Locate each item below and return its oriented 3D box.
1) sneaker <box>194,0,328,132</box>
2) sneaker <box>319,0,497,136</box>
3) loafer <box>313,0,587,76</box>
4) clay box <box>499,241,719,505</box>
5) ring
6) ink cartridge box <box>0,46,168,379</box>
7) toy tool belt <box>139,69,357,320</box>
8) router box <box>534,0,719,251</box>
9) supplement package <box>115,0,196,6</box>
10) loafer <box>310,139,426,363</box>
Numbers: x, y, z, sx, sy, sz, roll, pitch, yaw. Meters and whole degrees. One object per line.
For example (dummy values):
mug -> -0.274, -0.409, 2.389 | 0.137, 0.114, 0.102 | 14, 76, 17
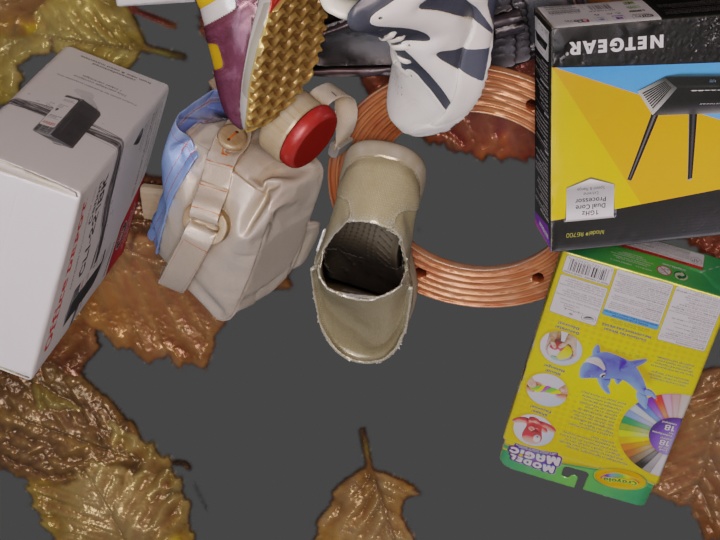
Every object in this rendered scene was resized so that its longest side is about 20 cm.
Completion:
sneaker -> -0.073, -0.179, 1.073 | 0.090, 0.075, 0.200 | 26, 129, 25
sneaker -> 0.016, -0.154, 1.072 | 0.129, 0.080, 0.199 | -2, 150, -23
loafer -> 0.046, -0.151, 1.186 | 0.200, 0.063, 0.072 | -5, 113, 14
clay box -> 0.172, 0.067, 1.259 | 0.115, 0.048, 0.200 | 17, 129, 4
ring -> 0.077, -0.056, 1.230 | 0.200, 0.019, 0.201 | 7, 130, 8
ink cartridge box -> -0.208, -0.042, 1.215 | 0.084, 0.200, 0.144 | 21, 118, 2
toy tool belt -> -0.092, -0.069, 1.218 | 0.123, 0.125, 0.200 | 40, 141, 16
router box -> 0.210, -0.097, 1.151 | 0.200, 0.051, 0.149 | -6, 115, -7
supplement package -> -0.100, -0.277, 1.129 | 0.117, 0.117, 0.200 | -3, 115, 11
loafer -> 0.000, 0.000, 1.233 | 0.076, 0.068, 0.200 | 13, 138, 9
